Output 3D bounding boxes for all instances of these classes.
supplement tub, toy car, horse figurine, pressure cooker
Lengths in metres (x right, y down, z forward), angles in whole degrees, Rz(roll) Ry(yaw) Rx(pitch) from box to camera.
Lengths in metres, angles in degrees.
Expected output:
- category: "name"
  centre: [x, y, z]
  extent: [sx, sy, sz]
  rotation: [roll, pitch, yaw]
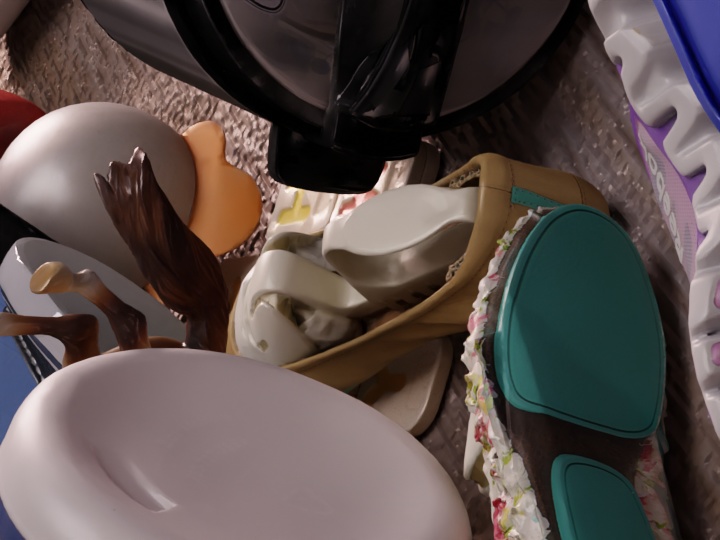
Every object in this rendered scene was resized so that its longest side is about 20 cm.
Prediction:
- category: "supplement tub"
  centre: [-0.058, 0.141, 0.782]
  extent: [0.144, 0.144, 0.200]
  rotation: [-119, 41, -56]
- category: "toy car"
  centre: [-0.134, -0.004, 1.070]
  extent: [0.200, 0.184, 0.177]
  rotation: [-4, 62, 31]
- category: "horse figurine"
  centre: [-0.102, 0.061, 0.832]
  extent: [0.200, 0.133, 0.050]
  rotation: [-53, 49, 5]
- category: "pressure cooker"
  centre: [-0.008, -0.139, 0.918]
  extent: [0.179, 0.176, 0.200]
  rotation: [-38, 27, -12]

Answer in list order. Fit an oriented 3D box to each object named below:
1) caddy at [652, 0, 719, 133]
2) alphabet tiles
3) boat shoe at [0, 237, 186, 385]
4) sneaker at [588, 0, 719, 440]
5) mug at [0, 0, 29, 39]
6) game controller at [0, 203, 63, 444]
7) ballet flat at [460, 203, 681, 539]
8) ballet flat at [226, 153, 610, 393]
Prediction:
- category: "caddy"
  centre: [0.140, -0.103, 0.648]
  extent: [0.105, 0.141, 0.200]
  rotation: [96, 156, -64]
- category: "alphabet tiles"
  centre: [-0.026, 0.044, 0.973]
  extent: [0.196, 0.015, 0.200]
  rotation: [-5, 64, 58]
- category: "boat shoe"
  centre: [-0.086, 0.077, 0.916]
  extent: [0.200, 0.071, 0.091]
  rotation: [46, 112, 33]
- category: "sneaker"
  centre: [0.121, -0.011, 0.713]
  extent: [0.080, 0.088, 0.200]
  rotation: [-15, 66, 2]
- category: "mug"
  centre: [-0.207, -0.230, 1.363]
  extent: [0.153, 0.149, 0.187]
  rotation: [-40, 43, 25]
- category: "game controller"
  centre: [-0.153, 0.028, 0.986]
  extent: [0.104, 0.200, 0.042]
  rotation: [-56, 1, -8]
- category: "ballet flat"
  centre: [0.057, 0.067, 0.756]
  extent: [0.064, 0.076, 0.200]
  rotation: [-51, 28, 40]
- category: "ballet flat"
  centre: [0.000, 0.000, 0.891]
  extent: [0.200, 0.063, 0.069]
  rotation: [-24, 52, 43]
